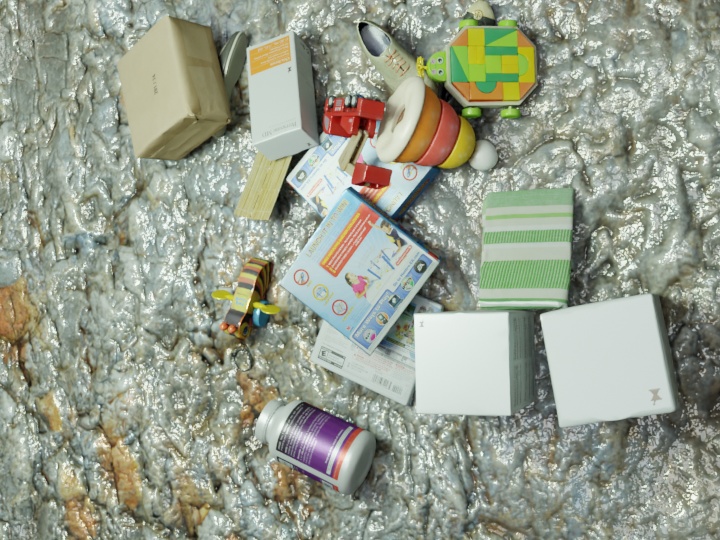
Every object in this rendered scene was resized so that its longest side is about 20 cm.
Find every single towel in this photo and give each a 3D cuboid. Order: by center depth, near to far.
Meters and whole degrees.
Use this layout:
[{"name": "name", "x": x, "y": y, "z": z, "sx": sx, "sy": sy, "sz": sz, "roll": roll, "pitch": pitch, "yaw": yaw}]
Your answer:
[{"name": "towel", "x": 0.266, "y": -0.035, "z": 1.503, "sx": 0.150, "sy": 0.023, "sz": 0.203, "roll": -1, "pitch": 69, "yaw": 20}]

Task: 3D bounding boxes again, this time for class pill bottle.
[{"name": "pill bottle", "x": -0.079, "y": 0.297, "z": 1.609, "sx": 0.198, "sy": 0.112, "sz": 0.114, "roll": 22, "pitch": 96, "yaw": 20}]

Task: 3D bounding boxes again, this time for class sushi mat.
[{"name": "sushi mat", "x": -0.162, "y": -0.184, "z": 1.668, "sx": 0.095, "sy": 0.012, "sz": 0.203, "roll": 13, "pitch": 79, "yaw": 40}]

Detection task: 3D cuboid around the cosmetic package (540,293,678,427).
[{"name": "cosmetic package", "x": 0.376, "y": 0.130, "z": 1.392, "sx": 0.165, "sy": 0.200, "sz": 0.169, "roll": -11, "pitch": 85, "yaw": 19}]

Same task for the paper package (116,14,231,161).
[{"name": "paper package", "x": -0.341, "y": -0.324, "z": 1.688, "sx": 0.189, "sy": 0.103, "sz": 0.203, "roll": -26, "pitch": 72, "yaw": 40}]

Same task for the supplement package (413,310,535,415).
[{"name": "supplement package", "x": 0.183, "y": 0.140, "z": 1.465, "sx": 0.149, "sy": 0.200, "sz": 0.154, "roll": -2, "pitch": 88, "yaw": 21}]

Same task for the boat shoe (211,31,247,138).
[{"name": "boat shoe", "x": -0.262, "y": -0.346, "z": 1.719, "sx": 0.056, "sy": 0.067, "sz": 0.203, "roll": 19, "pitch": 99, "yaw": 15}]

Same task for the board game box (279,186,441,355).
[{"name": "board game box", "x": 0.000, "y": 0.000, "z": 1.556, "sx": 0.195, "sy": 0.056, "sz": 0.201, "roll": 38, "pitch": 103, "yaw": 1}]

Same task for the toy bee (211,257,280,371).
[{"name": "toy bee", "x": -0.204, "y": 0.078, "z": 1.665, "sx": 0.129, "sy": 0.109, "sz": 0.204, "roll": -8, "pitch": 86, "yaw": 18}]

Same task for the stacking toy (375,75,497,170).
[{"name": "stacking toy", "x": 0.136, "y": -0.214, "z": 1.520, "sx": 0.197, "sy": 0.146, "sz": 0.148, "roll": 21, "pitch": 97, "yaw": -19}]

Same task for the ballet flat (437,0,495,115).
[{"name": "ballet flat", "x": 0.179, "y": -0.353, "z": 1.553, "sx": 0.066, "sy": 0.057, "sz": 0.203, "roll": 17, "pitch": 91, "yaw": 19}]

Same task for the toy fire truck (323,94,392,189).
[{"name": "toy fire truck", "x": -0.008, "y": -0.210, "z": 1.513, "sx": 0.199, "sy": 0.048, "sz": 0.144, "roll": 18, "pitch": 100, "yaw": 62}]

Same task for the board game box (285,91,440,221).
[{"name": "board game box", "x": 0.003, "y": -0.166, "z": 1.619, "sx": 0.196, "sy": 0.056, "sz": 0.200, "roll": 45, "pitch": 104, "yaw": 16}]

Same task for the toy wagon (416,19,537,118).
[{"name": "toy wagon", "x": 0.190, "y": -0.329, "z": 1.518, "sx": 0.196, "sy": 0.040, "sz": 0.158, "roll": -2, "pitch": 89, "yaw": -10}]

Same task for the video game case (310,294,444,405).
[{"name": "video game case", "x": 0.026, "y": 0.110, "z": 1.622, "sx": 0.198, "sy": 0.022, "sz": 0.185, "roll": 22, "pitch": 97, "yaw": 21}]

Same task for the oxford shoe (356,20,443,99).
[{"name": "oxford shoe", "x": 0.060, "y": -0.348, "z": 1.590, "sx": 0.200, "sy": 0.074, "sz": 0.071, "roll": 45, "pitch": 101, "yaw": 13}]

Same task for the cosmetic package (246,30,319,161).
[{"name": "cosmetic package", "x": -0.138, "y": -0.307, "z": 1.639, "sx": 0.100, "sy": 0.071, "sz": 0.203, "roll": -15, "pitch": 66, "yaw": 20}]
